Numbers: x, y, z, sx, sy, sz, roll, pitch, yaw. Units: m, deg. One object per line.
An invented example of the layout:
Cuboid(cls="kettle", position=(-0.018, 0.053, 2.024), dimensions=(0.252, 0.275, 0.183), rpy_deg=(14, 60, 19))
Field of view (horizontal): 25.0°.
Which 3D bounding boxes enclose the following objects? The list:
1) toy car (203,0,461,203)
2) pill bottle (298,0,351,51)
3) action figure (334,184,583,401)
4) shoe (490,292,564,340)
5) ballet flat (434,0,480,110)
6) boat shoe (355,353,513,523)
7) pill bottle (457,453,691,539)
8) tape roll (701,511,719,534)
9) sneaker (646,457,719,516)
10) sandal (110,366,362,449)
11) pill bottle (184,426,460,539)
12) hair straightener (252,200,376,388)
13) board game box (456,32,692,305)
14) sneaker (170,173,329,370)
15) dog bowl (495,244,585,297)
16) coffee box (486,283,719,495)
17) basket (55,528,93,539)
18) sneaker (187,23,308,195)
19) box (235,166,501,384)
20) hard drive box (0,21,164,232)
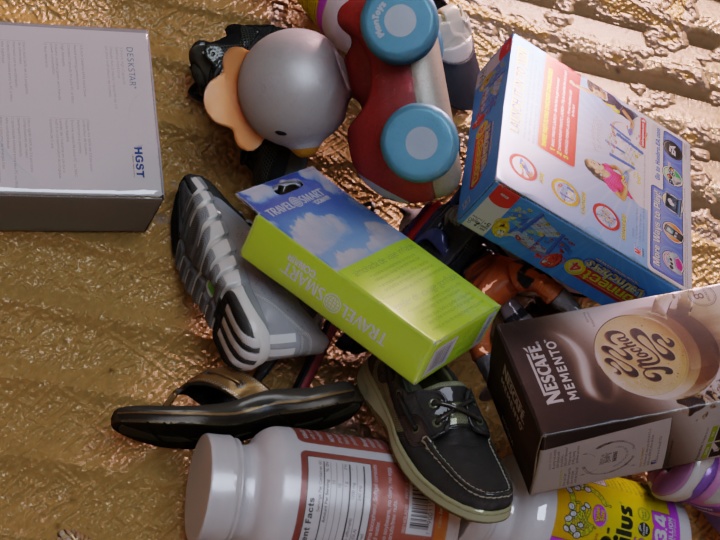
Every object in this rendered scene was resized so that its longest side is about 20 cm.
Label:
Cuboid(cls="toy car", position=(-0.025, -0.132, 1.314), dimensions=(0.199, 0.184, 0.178), rpy_deg=(-10, 91, 5))
Cuboid(cls="pill bottle", position=(-0.032, -0.293, 1.447), dimensions=(0.104, 0.105, 0.200), rpy_deg=(-20, 57, -27))
Cuboid(cls="action figure", position=(0.082, 0.025, 1.375), dimensions=(0.194, 0.200, 0.104), rpy_deg=(54, 14, 31))
Cuboid(cls="shoe", position=(0.159, 0.045, 1.429), dimensions=(0.200, 0.053, 0.070), rpy_deg=(37, 59, 0))
Cuboid(cls="ballet flat", position=(0.056, -0.241, 1.505), dimensions=(0.073, 0.073, 0.201), rpy_deg=(-29, 81, -29))
Cuboid(cls="boat shoe", position=(0.058, 0.112, 1.252), dimensions=(0.071, 0.066, 0.201), rpy_deg=(2, 31, -30))
Cuboid(cls="pill bottle", position=(0.162, 0.209, 1.320), dimensions=(0.199, 0.104, 0.105), rpy_deg=(17, 63, -22))
Cuboid(cls="tape roll", position=(0.349, 0.133, 1.383), dimensions=(0.065, 0.200, 0.201), rpy_deg=(-2, 69, -23))
Cuboid(cls="sneaker", position=(0.278, 0.151, 1.373), dimensions=(0.088, 0.200, 0.081), rpy_deg=(27, 104, -12))
Cuboid(cls="sandal", position=(-0.098, 0.101, 1.279), dimensions=(0.199, 0.082, 0.055), rpy_deg=(-8, 70, -11))
Cuboid(cls="pill bottle", position=(-0.031, 0.182, 1.264), dimensions=(0.199, 0.112, 0.113), rpy_deg=(10, 65, -17))
Cuboid(cls="hair straightener", position=(-0.043, 0.016, 1.368), dimensions=(0.077, 0.041, 0.201), rpy_deg=(31, 66, -6))
Cuboid(cls="board game box", position=(0.183, -0.075, 1.351), dimensions=(0.195, 0.056, 0.201), rpy_deg=(29, 41, -16))
Cuboid(cls="sneaker", position=(-0.080, 0.001, 1.331), dimensions=(0.115, 0.075, 0.201), rpy_deg=(-1, 47, -29))
Cuboid(cls="dog bowl", position=(0.200, -0.080, 1.478), dimensions=(0.199, 0.074, 0.201), rpy_deg=(12, 58, -20))
Cuboid(cls="coffee box", position=(0.209, 0.090, 1.256), dimensions=(0.199, 0.080, 0.113), rpy_deg=(-10, 50, -12))
Cuboid(cls="basket", position=(-0.211, 0.306, 1.117), dimensions=(0.142, 0.149, 0.200), rpy_deg=(36, 59, -3))
Cuboid(cls="sneaker", position=(-0.099, -0.129, 1.394), dimensions=(0.113, 0.076, 0.201), rpy_deg=(9, 62, -16))
Cuboid(cls="box", position=(0.000, 0.000, 1.279), dimensions=(0.200, 0.048, 0.122), rpy_deg=(36, 29, 17))
Cuboid(cls="hard drive box", position=(-0.269, -0.116, 1.318), dimensions=(0.199, 0.077, 0.157), rpy_deg=(1, 68, -21))
